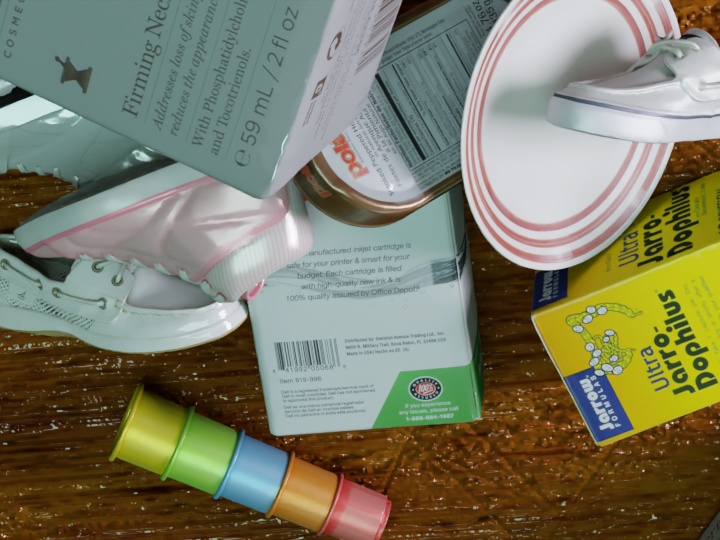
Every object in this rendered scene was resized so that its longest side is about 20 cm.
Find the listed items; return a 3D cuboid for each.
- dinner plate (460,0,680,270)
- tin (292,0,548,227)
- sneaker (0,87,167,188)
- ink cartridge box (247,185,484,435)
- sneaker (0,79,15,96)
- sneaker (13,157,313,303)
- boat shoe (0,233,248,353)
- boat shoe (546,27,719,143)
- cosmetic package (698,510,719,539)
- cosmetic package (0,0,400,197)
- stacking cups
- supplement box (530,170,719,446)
[{"bbox_3d":[0.129,-0.099,1.372,0.024,0.200,0.201,20,127,46],"label":"dinner plate"},{"bbox_3d":[0.040,-0.105,1.364,0.112,0.200,0.042,58,151,0],"label":"tin"},{"bbox_3d":[-0.198,-0.070,1.464,0.199,0.074,0.116,-14,110,13],"label":"sneaker"},{"bbox_3d":[0.000,0.000,1.466,0.146,0.083,0.201,-4,115,9],"label":"ink cartridge box"},{"bbox_3d":[-0.275,-0.143,1.400,0.200,0.078,0.099,-45,127,-6],"label":"sneaker"},{"bbox_3d":[-0.120,-0.017,1.395,0.200,0.075,0.105,-17,103,22],"label":"sneaker"},{"bbox_3d":[-0.170,0.008,1.477,0.199,0.071,0.070,4,115,26],"label":"boat shoe"},{"bbox_3d":[0.201,-0.116,1.356,0.199,0.072,0.066,-3,105,-28],"label":"boat shoe"},{"bbox_3d":[0.330,0.223,1.466,0.166,0.200,0.168,28,116,-7],"label":"cosmetic package"},{"bbox_3d":[-0.087,-0.172,1.205,0.200,0.166,0.168,25,117,9],"label":"cosmetic package"},{"bbox_3d":[-0.076,0.143,1.567,0.200,0.061,0.061,23,116,-9],"label":"stacking cups"},{"bbox_3d":[0.223,0.013,1.430,0.200,0.109,0.110,-23,111,17],"label":"supplement box"}]
